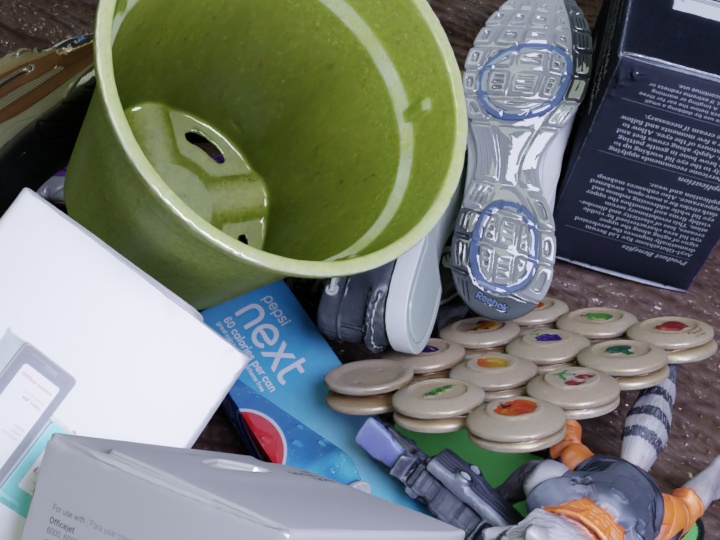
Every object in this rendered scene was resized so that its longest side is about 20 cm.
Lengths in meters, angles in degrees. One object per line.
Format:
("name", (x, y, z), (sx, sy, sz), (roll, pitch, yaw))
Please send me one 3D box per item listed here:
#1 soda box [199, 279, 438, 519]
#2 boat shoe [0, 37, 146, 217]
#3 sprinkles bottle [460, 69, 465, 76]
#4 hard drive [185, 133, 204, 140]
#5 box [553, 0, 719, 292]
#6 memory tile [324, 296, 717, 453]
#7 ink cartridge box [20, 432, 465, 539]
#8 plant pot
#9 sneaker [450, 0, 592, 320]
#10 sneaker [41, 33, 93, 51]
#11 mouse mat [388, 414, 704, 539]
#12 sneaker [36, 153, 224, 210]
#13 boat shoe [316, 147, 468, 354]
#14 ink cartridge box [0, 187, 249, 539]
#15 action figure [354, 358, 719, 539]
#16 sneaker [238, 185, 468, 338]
("soda box", (-0.025, 0.100, 0.752), (0.067, 0.064, 0.201), (-29, 57, -14))
("boat shoe", (-0.196, -0.102, 0.788), (0.199, 0.076, 0.074), (-34, 68, -4))
("sprinkles bottle", (0.001, -0.108, 0.866), (0.197, 0.069, 0.069), (6, 57, -1))
("hard drive", (-0.062, -0.189, 0.970), (0.137, 0.033, 0.202), (-3, 56, 3))
("box", (0.188, -0.107, 0.787), (0.103, 0.201, 0.149), (15, 59, 3))
("memory tile", (0.090, 0.050, 0.722), (0.152, 0.017, 0.199), (9, 20, 43))
("ink cartridge box", (-0.066, 0.190, 0.572), (0.143, 0.147, 0.203), (12, 87, 35))
("plant pot", (-0.073, -0.066, 0.700), (0.198, 0.184, 0.203), (10, 68, -26))
("sneaker", (0.090, -0.069, 0.773), (0.074, 0.087, 0.203), (12, 84, 5))
("sneaker", (-0.224, -0.124, 0.916), (0.198, 0.077, 0.077), (-22, 25, -26))
("mouse mat", (0.080, 0.172, 0.734), (0.198, 0.008, 0.162), (20, 60, 17))
("sneaker", (-0.156, -0.078, 0.839), (0.197, 0.081, 0.085), (6, 88, 0))
("boat shoe", (0.026, -0.039, 0.765), (0.060, 0.076, 0.201), (4, 44, 19))
("ink cartridge box", (-0.181, 0.090, 0.681), (0.145, 0.147, 0.201), (37, 72, -9))
("action figure", (0.104, 0.107, 0.675), (0.199, 0.105, 0.193), (36, 27, 9))
("sneaker", (0.000, 0.000, 0.816), (0.197, 0.075, 0.117), (-14, 59, -5))
